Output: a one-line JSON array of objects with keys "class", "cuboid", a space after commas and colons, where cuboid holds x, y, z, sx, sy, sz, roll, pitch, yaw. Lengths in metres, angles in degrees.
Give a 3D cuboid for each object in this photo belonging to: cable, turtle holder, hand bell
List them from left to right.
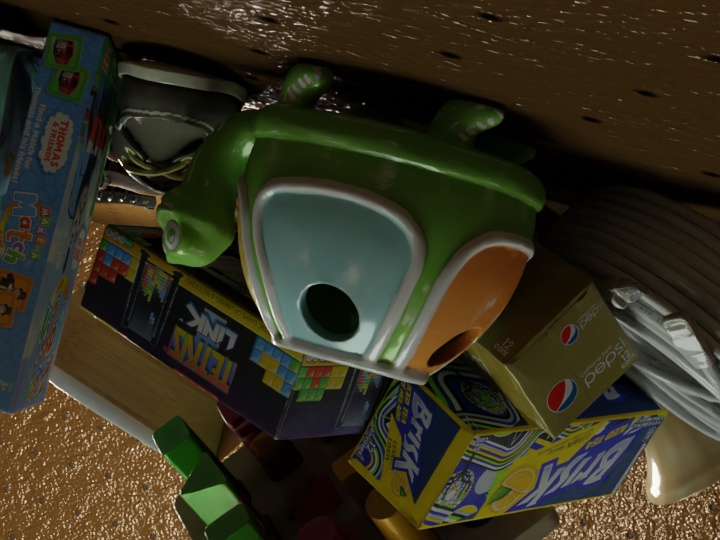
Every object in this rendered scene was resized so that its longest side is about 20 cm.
[{"class": "turtle holder", "cuboid": [-0.008, -0.022, 0.868, 0.184, 0.133, 0.141, 15, 178, -4]}, {"class": "hand bell", "cuboid": [0.165, 0.036, 1.120, 0.200, 0.104, 0.104, 53, 172, -6]}, {"class": "cable", "cuboid": [0.184, 0.032, 0.987, 0.200, 0.069, 0.200, 42, 173, -27]}]

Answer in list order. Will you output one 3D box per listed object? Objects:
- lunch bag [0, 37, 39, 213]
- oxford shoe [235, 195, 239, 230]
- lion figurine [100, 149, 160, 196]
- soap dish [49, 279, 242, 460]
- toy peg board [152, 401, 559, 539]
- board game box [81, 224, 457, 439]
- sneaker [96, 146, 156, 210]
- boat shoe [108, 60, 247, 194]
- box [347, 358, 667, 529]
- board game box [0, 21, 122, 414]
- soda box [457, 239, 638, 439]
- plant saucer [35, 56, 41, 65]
[{"class": "lunch bag", "cuboid": [-0.268, -0.094, 1.000, 0.169, 0.123, 0.200, 13, -175, -6]}, {"class": "oxford shoe", "cuboid": [-0.059, -0.040, 1.041, 0.071, 0.072, 0.200, -10, 179, 10]}, {"class": "lion figurine", "cuboid": [-0.104, -0.065, 1.332, 0.199, 0.073, 0.122, 29, -165, 19]}, {"class": "soap dish", "cuboid": [-0.120, 0.047, 1.283, 0.157, 0.082, 0.200, 31, -152, 11]}, {"class": "toy peg board", "cuboid": [-0.019, 0.128, 1.099, 0.200, 0.199, 0.098, 51, 177, 47]}, {"class": "board game box", "cuboid": [-0.033, 0.033, 1.031, 0.165, 0.057, 0.199, 31, -163, 35]}, {"class": "sneaker", "cuboid": [-0.209, -0.085, 1.418, 0.106, 0.075, 0.200, 11, -173, -5]}, {"class": "boat shoe", "cuboid": [-0.106, -0.078, 1.004, 0.072, 0.061, 0.202, 14, 177, -5]}, {"class": "box", "cuboid": [0.089, 0.093, 1.019, 0.064, 0.070, 0.199, 42, -154, 31]}, {"class": "board game box", "cuboid": [-0.173, -0.025, 0.986, 0.036, 0.201, 0.151, 15, 177, -4]}, {"class": "soda box", "cuboid": [0.059, 0.005, 0.967, 0.200, 0.064, 0.068, 39, 169, 50]}, {"class": "plant saucer", "cuboid": [-0.231, -0.122, 1.177, 0.199, 0.028, 0.200, 14, 177, 1]}]
